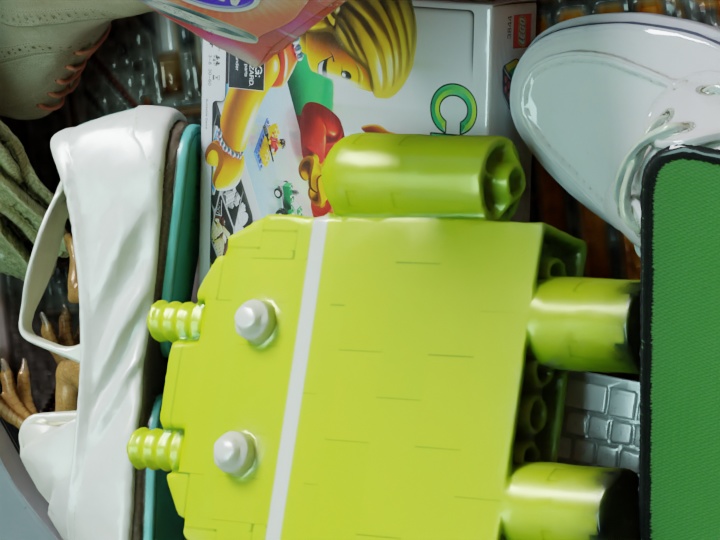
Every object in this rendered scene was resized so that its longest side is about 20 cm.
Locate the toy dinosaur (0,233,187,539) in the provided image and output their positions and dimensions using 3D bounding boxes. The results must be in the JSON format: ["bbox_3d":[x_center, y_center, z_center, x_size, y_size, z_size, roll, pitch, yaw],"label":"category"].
[{"bbox_3d":[-0.088,0.048,1.104,0.106,0.060,0.201,-3,94,41],"label":"toy dinosaur"}]

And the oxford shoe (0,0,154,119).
[{"bbox_3d":[-0.117,-0.101,1.118,0.199,0.071,0.074,-2,116,45],"label":"oxford shoe"}]

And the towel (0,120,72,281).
[{"bbox_3d":[-0.208,-0.063,1.161,0.199,0.037,0.149,13,149,41],"label":"towel"}]

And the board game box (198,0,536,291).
[{"bbox_3d":[0.000,0.000,1.027,0.126,0.035,0.201,7,101,35],"label":"board game box"}]

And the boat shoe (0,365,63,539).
[{"bbox_3d":[-0.151,0.094,1.168,0.070,0.091,0.201,-20,108,5],"label":"boat shoe"}]

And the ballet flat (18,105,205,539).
[{"bbox_3d":[-0.094,0.040,1.055,0.069,0.069,0.201,0,86,42],"label":"ballet flat"}]

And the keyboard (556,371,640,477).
[{"bbox_3d":[0.031,0.054,0.984,0.199,0.011,0.057,10,102,31],"label":"keyboard"}]

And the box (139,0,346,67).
[{"bbox_3d":[-0.037,-0.183,0.939,0.095,0.102,0.201,-33,42,40],"label":"box"}]

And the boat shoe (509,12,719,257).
[{"bbox_3d":[0.114,-0.031,0.904,0.199,0.067,0.074,26,112,37],"label":"boat shoe"}]

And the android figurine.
[{"bbox_3d":[0.006,0.044,0.961,0.199,0.041,0.183,5,81,34],"label":"android figurine"}]

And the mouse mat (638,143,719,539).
[{"bbox_3d":[0.174,0.049,0.837,0.199,0.008,0.162,11,122,23],"label":"mouse mat"}]
